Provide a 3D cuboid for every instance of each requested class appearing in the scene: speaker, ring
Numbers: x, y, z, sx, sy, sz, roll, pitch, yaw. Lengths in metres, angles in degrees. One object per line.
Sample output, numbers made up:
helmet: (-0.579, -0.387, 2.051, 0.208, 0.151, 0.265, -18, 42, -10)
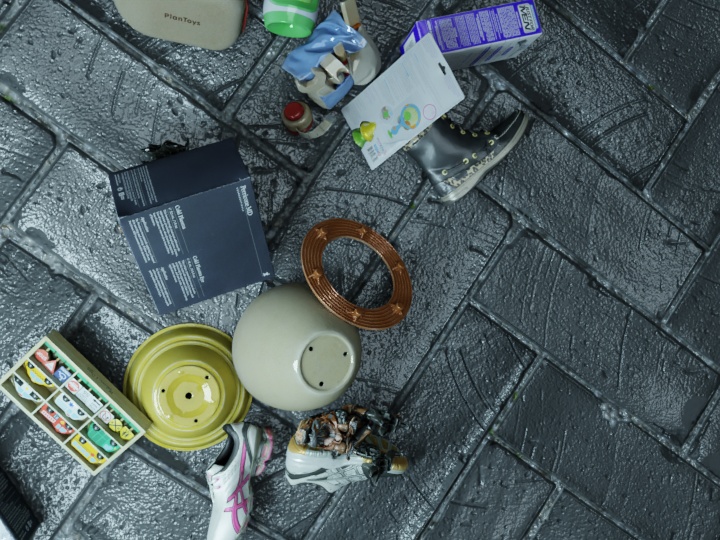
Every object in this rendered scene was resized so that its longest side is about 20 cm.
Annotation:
speaker: (-0.099, -0.470, 1.164, 0.088, 0.088, 0.201, 7, 90, -12)
ring: (0.000, 0.000, 1.165, 0.200, 0.019, 0.201, 19, 49, -24)

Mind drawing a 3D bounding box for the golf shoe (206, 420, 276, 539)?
golf shoe: (-0.204, 0.328, 1.155, 0.092, 0.073, 0.201, 22, 81, -32)

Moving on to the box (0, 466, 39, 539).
box: (-0.583, 0.339, 1.065, 0.148, 0.107, 0.200, -31, 98, -9)

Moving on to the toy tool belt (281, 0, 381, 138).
toy tool belt: (-0.062, -0.313, 1.148, 0.125, 0.123, 0.200, 38, 83, 24)

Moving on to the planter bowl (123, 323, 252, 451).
planter bowl: (-0.260, 0.183, 1.143, 0.200, 0.083, 0.201, 0, 91, -12)

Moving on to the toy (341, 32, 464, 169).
toy: (0.069, -0.257, 1.170, 0.200, 0.047, 0.115, -33, 78, 34)

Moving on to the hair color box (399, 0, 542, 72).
hair color box: (0.174, -0.370, 1.209, 0.199, 0.109, 0.065, -13, 89, -12)

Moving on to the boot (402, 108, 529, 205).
boot: (0.164, -0.224, 1.232, 0.151, 0.073, 0.200, 44, 91, -10)

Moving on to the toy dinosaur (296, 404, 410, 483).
toy dinosaur: (-0.003, 0.238, 1.157, 0.200, 0.136, 0.102, -28, 123, -41)

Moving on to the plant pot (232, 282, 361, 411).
plant pot: (-0.076, 0.125, 1.131, 0.200, 0.134, 0.201, -3, 98, -27)

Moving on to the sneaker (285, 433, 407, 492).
sneaker: (-0.026, 0.312, 1.211, 0.199, 0.076, 0.088, 11, 111, -14)

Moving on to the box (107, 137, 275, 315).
box: (-0.236, -0.060, 1.082, 0.182, 0.104, 0.200, -18, 137, -11)

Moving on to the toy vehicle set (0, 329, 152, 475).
toy vehicle set: (-0.421, 0.196, 1.111, 0.124, 0.027, 0.200, -41, 99, 19)

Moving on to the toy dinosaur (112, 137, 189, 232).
toy dinosaur: (-0.277, -0.122, 1.142, 0.200, 0.102, 0.136, -30, 120, -24)

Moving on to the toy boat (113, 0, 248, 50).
toy boat: (-0.265, -0.423, 1.125, 0.199, 0.131, 0.131, 10, 59, -13)
